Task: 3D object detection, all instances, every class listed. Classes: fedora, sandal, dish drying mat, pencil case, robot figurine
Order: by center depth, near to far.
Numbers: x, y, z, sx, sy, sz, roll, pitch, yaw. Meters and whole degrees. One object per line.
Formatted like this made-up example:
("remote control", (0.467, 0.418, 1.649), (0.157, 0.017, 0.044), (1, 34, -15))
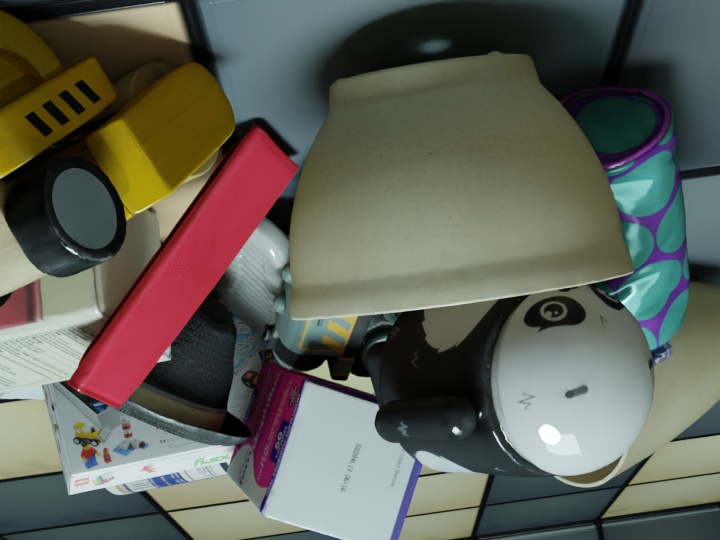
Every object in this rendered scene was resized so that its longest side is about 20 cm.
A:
("robot figurine", (0.092, 0.068, 1.007), (0.125, 0.150, 0.200), (39, 153, -30))
("dish drying mat", (-0.113, -0.001, 1.013), (0.018, 0.200, 0.077), (33, 176, 24))
("pencil case", (0.171, -0.028, 1.051), (0.092, 0.085, 0.200), (-37, 139, -20))
("fedora", (-0.156, 0.053, 1.192), (0.200, 0.092, 0.201), (25, -177, -1))
("sandal", (-0.067, 0.002, 1.206), (0.050, 0.082, 0.203), (-48, 172, -19))

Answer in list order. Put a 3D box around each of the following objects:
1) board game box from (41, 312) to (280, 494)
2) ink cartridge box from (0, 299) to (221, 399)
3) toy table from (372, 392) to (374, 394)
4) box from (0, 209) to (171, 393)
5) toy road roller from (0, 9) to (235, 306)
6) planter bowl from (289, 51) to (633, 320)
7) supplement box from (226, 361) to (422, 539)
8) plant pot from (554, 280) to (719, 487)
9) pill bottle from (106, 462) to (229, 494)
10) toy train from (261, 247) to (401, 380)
("board game box", (-0.157, 0.103, 1.299), (0.200, 0.126, 0.035), (-10, 150, -19))
("ink cartridge box", (-0.200, 0.070, 1.374), (0.160, 0.047, 0.200), (7, 159, -41))
("toy table", (0.078, 0.066, 1.310), (0.200, 0.117, 0.184), (-13, -177, 29))
("box", (-0.246, 0.014, 1.070), (0.200, 0.109, 0.128), (-12, 160, 12))
("toy road roller", (-0.177, -0.077, 0.845), (0.123, 0.146, 0.200), (-21, -164, 34))
("planter bowl", (0.049, -0.051, 0.911), (0.200, 0.135, 0.200), (-9, -178, 0))
("supplement box", (-0.028, 0.135, 1.180), (0.103, 0.101, 0.200), (18, 176, -10))
("plant pot", (0.257, 0.080, 1.443), (0.200, 0.187, 0.187), (-14, 168, -31))
("pill bottle", (-0.157, 0.149, 1.539), (0.200, 0.111, 0.111), (-12, 162, 12))
("toy train", (0.000, 0.000, 1.105), (0.114, 0.085, 0.200), (5, 135, -17))
